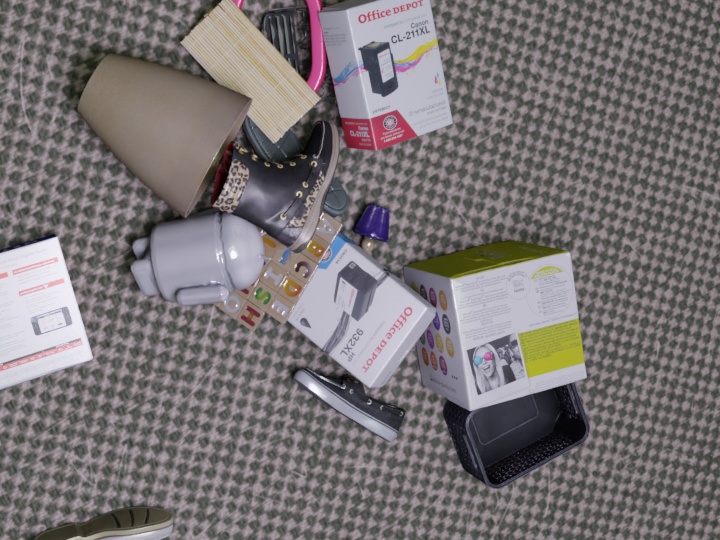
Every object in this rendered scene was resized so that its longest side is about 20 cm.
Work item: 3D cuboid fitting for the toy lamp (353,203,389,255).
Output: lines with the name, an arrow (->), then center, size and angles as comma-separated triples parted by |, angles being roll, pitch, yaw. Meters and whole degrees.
toy lamp -> 0.000, 0.000, 1.750 | 0.057, 0.058, 0.203 | 15, 90, -20

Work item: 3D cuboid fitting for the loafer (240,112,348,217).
loafer -> -0.106, -0.146, 1.695 | 0.200, 0.063, 0.072 | 45, 52, -9

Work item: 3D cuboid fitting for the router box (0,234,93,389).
router box -> -0.488, 0.065, 1.591 | 0.197, 0.049, 0.182 | -17, 101, -17

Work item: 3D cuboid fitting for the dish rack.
dish rack -> -0.046, -0.323, 1.701 | 0.197, 0.054, 0.156 | -10, 98, -17

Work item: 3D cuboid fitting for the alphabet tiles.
alphabet tiles -> -0.142, -0.023, 1.672 | 0.166, 0.008, 0.202 | 32, 93, 15

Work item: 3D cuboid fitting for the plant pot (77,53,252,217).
plant pot -> -0.277, -0.206, 1.581 | 0.198, 0.187, 0.189 | 31, 85, -6

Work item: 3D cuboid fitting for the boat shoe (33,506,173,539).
boat shoe -> -0.364, 0.394, 1.662 | 0.197, 0.075, 0.069 | -10, 105, -11

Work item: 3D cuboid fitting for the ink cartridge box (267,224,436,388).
ink cartridge box -> -0.011, 0.053, 1.678 | 0.199, 0.084, 0.146 | 38, 94, 13

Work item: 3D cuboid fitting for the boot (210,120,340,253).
boot -> -0.117, -0.141, 1.608 | 0.149, 0.073, 0.203 | 23, 71, -22

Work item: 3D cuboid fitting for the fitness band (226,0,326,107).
fitness band -> -0.120, -0.330, 1.652 | 0.141, 0.037, 0.203 | -1, 100, 8

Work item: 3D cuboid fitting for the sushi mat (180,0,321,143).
sushi mat -> -0.156, -0.285, 1.640 | 0.096, 0.012, 0.200 | -42, 93, 11

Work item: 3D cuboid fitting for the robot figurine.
robot figurine -> -0.220, -0.021, 1.624 | 0.197, 0.171, 0.114 | -10, 142, 5

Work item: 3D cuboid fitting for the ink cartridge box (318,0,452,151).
ink cartridge box -> 0.037, -0.289, 1.649 | 0.144, 0.082, 0.203 | -22, 110, -27

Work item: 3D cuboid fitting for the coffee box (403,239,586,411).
coffee box -> 0.200, 0.074, 1.751 | 0.197, 0.199, 0.201 | -13, 99, -17

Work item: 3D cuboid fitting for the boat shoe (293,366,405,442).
boat shoe -> -0.015, 0.193, 1.764 | 0.199, 0.068, 0.057 | 35, 80, -25

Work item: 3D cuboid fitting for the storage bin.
storage bin -> 0.249, 0.240, 1.843 | 0.198, 0.094, 0.137 | -25, 103, -14
